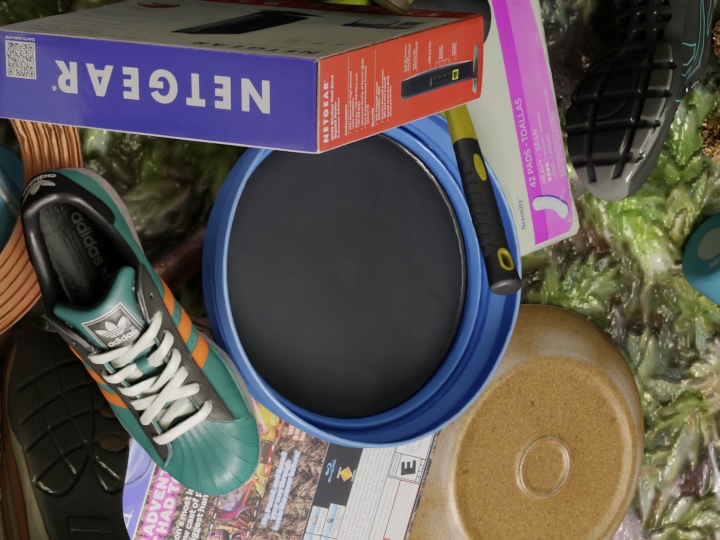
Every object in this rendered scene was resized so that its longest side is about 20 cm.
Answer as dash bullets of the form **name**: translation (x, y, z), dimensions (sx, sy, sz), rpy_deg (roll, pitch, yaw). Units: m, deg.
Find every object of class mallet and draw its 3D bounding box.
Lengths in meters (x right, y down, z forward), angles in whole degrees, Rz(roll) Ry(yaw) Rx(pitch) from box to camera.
- **mallet**: translation (0.065, -0.078, 1.371), dimensions (0.066, 0.041, 0.200), rpy_deg (-4, 64, -36)

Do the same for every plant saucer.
- **plant saucer**: translation (0.111, 0.123, 1.569), dimensions (0.200, 0.035, 0.201), rpy_deg (-6, 102, -29)

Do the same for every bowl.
- **bowl**: translation (0.000, 0.000, 1.381), dimensions (0.200, 0.039, 0.201), rpy_deg (1, 88, -32)

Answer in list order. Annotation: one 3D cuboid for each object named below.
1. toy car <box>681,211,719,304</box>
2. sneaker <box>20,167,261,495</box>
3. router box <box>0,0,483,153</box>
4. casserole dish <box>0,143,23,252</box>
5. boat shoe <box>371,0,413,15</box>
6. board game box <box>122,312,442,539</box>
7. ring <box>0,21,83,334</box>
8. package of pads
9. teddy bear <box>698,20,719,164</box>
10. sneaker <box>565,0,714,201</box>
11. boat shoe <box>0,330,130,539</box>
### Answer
- **toy car**: translation (0.353, 0.003, 1.589), dimensions (0.184, 0.200, 0.177), rpy_deg (36, 81, -30)
- **sneaker**: translation (-0.123, 0.037, 1.292), dimensions (0.071, 0.080, 0.200), rpy_deg (-33, 92, 8)
- **router box**: translation (-0.061, -0.109, 1.295), dimensions (0.179, 0.200, 0.049), rpy_deg (-24, 117, -59)
- **casserole dish**: translation (-0.254, 0.007, 1.338), dimensions (0.200, 0.039, 0.121), rpy_deg (-42, 117, -18)
- **boat shoe**: translation (0.008, -0.212, 1.353), dimensions (0.072, 0.200, 0.068), rpy_deg (29, 110, -27)
- **board game box**: translation (-0.071, 0.117, 1.428), dimensions (0.200, 0.097, 0.160), rpy_deg (16, 91, -31)
- **ring**: translation (-0.243, -0.047, 1.302), dimensions (0.200, 0.019, 0.201), rpy_deg (-5, 101, -28)
- **package of pads**: translation (0.041, -0.091, 1.470), dimensions (0.154, 0.068, 0.200), rpy_deg (-21, 108, -25)
- **teddy bear**: translation (0.293, -0.128, 1.576), dimensions (0.145, 0.067, 0.200), rpy_deg (9, 60, -1)
- **sneaker**: translation (0.187, -0.126, 1.525), dimensions (0.079, 0.075, 0.200), rpy_deg (41, 57, -44)
- **boat shoe**: translation (-0.169, 0.130, 1.317), dimensions (0.076, 0.074, 0.200), rpy_deg (14, 52, -38)
